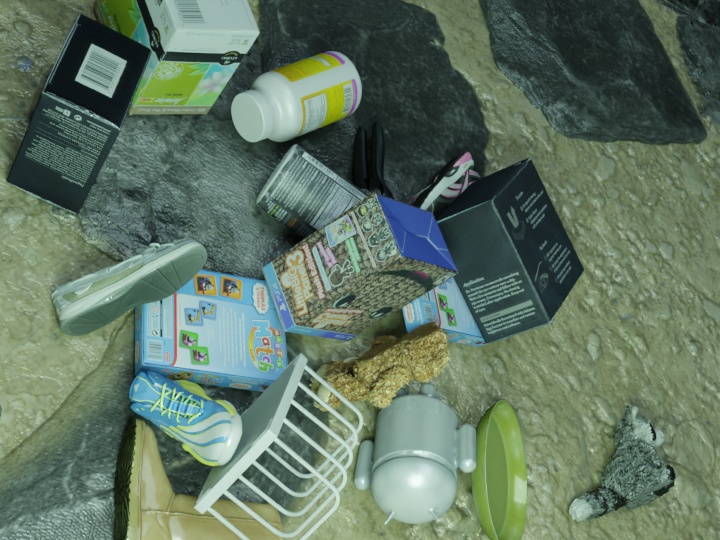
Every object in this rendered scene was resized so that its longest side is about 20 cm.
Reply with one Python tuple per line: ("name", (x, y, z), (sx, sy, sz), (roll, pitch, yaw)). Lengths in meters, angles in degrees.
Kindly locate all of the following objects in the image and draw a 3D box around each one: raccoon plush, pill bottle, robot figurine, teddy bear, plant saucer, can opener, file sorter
("raccoon plush", (0.375, 0.276, 1.756), (0.198, 0.097, 0.135), (-4, 56, -34))
("pill bottle", (-0.097, -0.256, 1.787), (0.199, 0.104, 0.105), (-27, 77, -40))
("pill bottle", (-0.043, -0.082, 1.708), (0.199, 0.106, 0.107), (36, 48, -9))
("robot figurine", (0.071, 0.244, 1.551), (0.201, 0.168, 0.113), (-84, 151, -46))
("teddy bear", (0.026, 0.136, 1.580), (0.198, 0.145, 0.068), (-24, 105, -17))
("plant saucer", (0.185, 0.277, 1.608), (0.200, 0.031, 0.203), (-6, 90, -67))
("can opener", (0.014, -0.144, 1.826), (0.063, 0.079, 0.202), (-12, 58, 6))
("file sorter", (-0.087, 0.223, 1.416), (0.124, 0.139, 0.200), (40, 21, -8))

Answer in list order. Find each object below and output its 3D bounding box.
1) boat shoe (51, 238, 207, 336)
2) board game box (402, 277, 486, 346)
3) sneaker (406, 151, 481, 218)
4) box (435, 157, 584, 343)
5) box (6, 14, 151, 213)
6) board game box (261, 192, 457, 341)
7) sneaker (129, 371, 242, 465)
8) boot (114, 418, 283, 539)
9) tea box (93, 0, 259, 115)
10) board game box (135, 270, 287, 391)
("boat shoe", (-0.286, 0.009, 1.472), (0.200, 0.075, 0.065), (-29, 64, 1))
("board game box", (0.119, 0.025, 1.726), (0.199, 0.036, 0.153), (14, 59, -53))
("sneaker", (0.140, -0.106, 1.861), (0.087, 0.080, 0.200), (51, 53, -7))
("box", (0.221, -0.032, 1.771), (0.202, 0.116, 0.197), (63, 32, -10))
("box", (-0.360, -0.195, 1.519), (0.103, 0.200, 0.149), (24, 50, -16))
("board game box", (0.000, 0.000, 1.587), (0.159, 0.199, 0.098), (13, 50, -56))
("sneaker", (-0.216, 0.170, 1.393), (0.104, 0.199, 0.077), (23, 86, -30))
("boot", (-0.191, 0.277, 1.418), (0.198, 0.066, 0.177), (14, 58, -27))
("tea box", (-0.265, -0.356, 1.683), (0.132, 0.197, 0.202), (-6, 64, -35))
("board game box", (-0.193, 0.074, 1.549), (0.198, 0.037, 0.153), (10, 56, -25))
